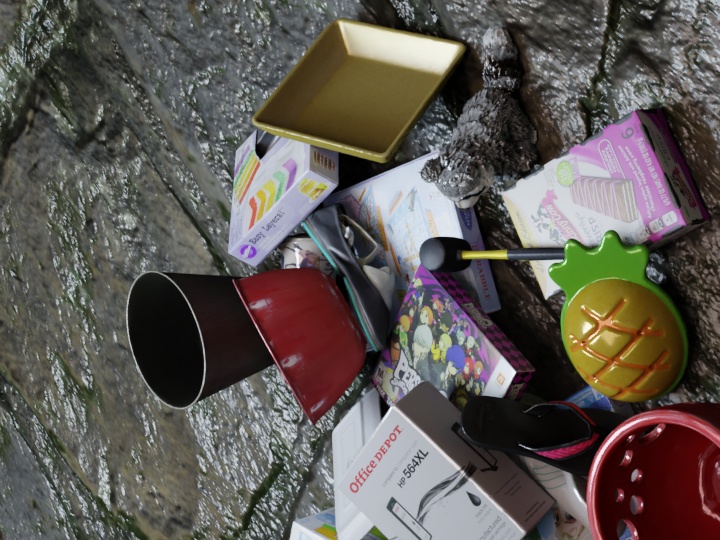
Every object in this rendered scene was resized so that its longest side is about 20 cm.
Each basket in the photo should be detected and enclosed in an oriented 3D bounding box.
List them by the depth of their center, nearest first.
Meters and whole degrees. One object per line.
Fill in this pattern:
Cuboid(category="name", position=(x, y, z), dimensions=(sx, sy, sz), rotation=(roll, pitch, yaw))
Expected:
Cuboid(category="basket", position=(-0.182, 0.078, 1.932), dimensions=(0.136, 0.199, 0.182), rotation=(-34, 73, 38))

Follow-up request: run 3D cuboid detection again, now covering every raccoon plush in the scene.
Cuboid(category="raccoon plush", position=(0.120, -0.171, 1.684), dimensions=(0.096, 0.133, 0.203), rotation=(-15, 86, 41))

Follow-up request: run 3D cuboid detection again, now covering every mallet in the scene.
Cuboid(category="mallet", position=(0.165, -0.018, 1.659), dimensions=(0.198, 0.066, 0.042), rotation=(0, 90, 29))

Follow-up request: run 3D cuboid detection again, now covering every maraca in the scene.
Cuboid(category="maraca", position=(0.275, 0.052, 1.582), dimensions=(0.136, 0.107, 0.202), rotation=(-14, 109, 25))

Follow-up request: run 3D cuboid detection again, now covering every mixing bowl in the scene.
Cuboid(category="mixing bowl", position=(-0.060, 0.074, 1.780), dimensions=(0.108, 0.200, 0.202), rotation=(-29, 73, -2))

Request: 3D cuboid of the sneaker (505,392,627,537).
Cuboid(category="sneaker", position=(0.221, 0.230, 1.644), dimensions=(0.201, 0.070, 0.081), rotation=(51, 129, 34))

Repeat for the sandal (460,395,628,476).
Cuboid(category="sandal", position=(0.206, 0.172, 1.586), dimensions=(0.045, 0.197, 0.076), rotation=(112, 165, -62))

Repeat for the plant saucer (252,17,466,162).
Cuboid(category="plant saucer", position=(0.003, -0.206, 1.766), dimensions=(0.198, 0.201, 0.049), rotation=(17, 147, 31))

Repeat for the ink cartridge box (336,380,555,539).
Cuboid(category="ink cartridge box", position=(0.090, 0.247, 1.636), dimensions=(0.200, 0.084, 0.147), rotation=(42, 124, 13))

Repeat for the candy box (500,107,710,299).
Cuboid(category="candy box", position=(0.264, -0.071, 1.622), dimensions=(0.199, 0.061, 0.138), rotation=(-32, 75, 39))

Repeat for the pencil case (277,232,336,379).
Cuboid(category="pencil case", position=(-0.068, 0.051, 1.911), dimensions=(0.089, 0.077, 0.203), rotation=(-161, 69, -70))

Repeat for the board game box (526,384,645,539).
Cuboid(category="board game box", position=(0.253, 0.252, 1.684), dimensions=(0.200, 0.041, 0.201), rotation=(-38, 71, 37))

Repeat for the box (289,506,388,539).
Cuboid(category="box", position=(0.012, 0.388, 1.863), dimensions=(0.199, 0.112, 0.103), rotation=(22, 110, 35))

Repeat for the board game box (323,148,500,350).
Cuboid(category="board game box", position=(0.059, -0.022, 1.806), dimensions=(0.198, 0.041, 0.203), rotation=(-19, 84, 40))

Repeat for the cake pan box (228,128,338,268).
Cuboid(category="cake pan box", position=(-0.095, -0.133, 1.870), dimensions=(0.184, 0.052, 0.202), rotation=(-40, 34, 36))

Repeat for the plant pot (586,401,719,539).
Cuboid(category="plant pot", position=(0.356, 0.226, 1.501), dimensions=(0.199, 0.181, 0.203), rotation=(7, 101, 39))

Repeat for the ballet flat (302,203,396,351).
Cuboid(category="ballet flat", position=(0.000, 0.000, 1.780), dimensions=(0.073, 0.073, 0.201), rotation=(-48, 60, 34))

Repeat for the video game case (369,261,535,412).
Cuboid(category="video game case", position=(0.100, 0.121, 1.704), dimensions=(0.200, 0.035, 0.183), rotation=(50, 130, 38))

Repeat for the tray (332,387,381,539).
Cuboid(category="tray", position=(-0.007, 0.245, 1.845), dimensions=(0.108, 0.022, 0.201), rotation=(-50, 28, 34))
